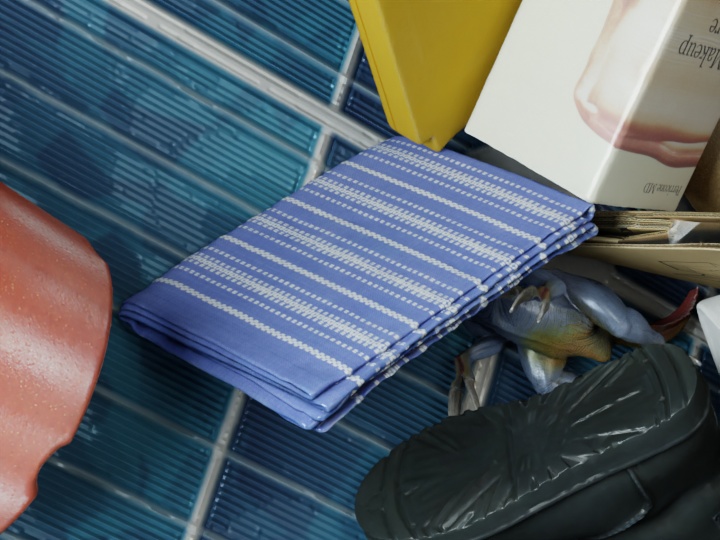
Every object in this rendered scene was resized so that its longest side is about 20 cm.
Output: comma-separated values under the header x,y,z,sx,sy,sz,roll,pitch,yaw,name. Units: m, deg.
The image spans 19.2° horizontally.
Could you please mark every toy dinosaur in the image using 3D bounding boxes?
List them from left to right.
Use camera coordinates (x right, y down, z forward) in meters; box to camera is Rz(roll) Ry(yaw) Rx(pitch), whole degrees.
x,y,z,sx,sy,sz,roll,pitch,yaw,name
0.076,0.026,1.113,0.181,0.105,0.200,39,23,-4,toy dinosaur

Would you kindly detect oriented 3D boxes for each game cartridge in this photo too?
x,y,z,sx,sy,sz,roll,pitch,yaw,name
0.073,-0.174,1.053,0.200,0.177,0.032,-43,56,-17,game cartridge

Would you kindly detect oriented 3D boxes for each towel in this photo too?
x,y,z,sx,sy,sz,roll,pitch,yaw,name
0.000,0.000,1.025,0.200,0.145,0.024,-33,131,-34,towel

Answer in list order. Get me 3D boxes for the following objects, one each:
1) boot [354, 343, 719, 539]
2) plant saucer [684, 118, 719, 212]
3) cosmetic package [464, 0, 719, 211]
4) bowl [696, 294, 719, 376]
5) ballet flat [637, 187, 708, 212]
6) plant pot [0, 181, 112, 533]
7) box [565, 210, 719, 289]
x,y,z,sx,sy,sz,roll,pitch,yaw,name
0.117,0.130,1.069,0.163,0.198,0.074,56,15,-39,boot
0.265,-0.087,1.149,0.199,0.035,0.201,-3,116,-7,plant saucer
0.147,-0.138,1.071,0.103,0.087,0.201,-1,119,-56,cosmetic package
0.257,0.109,1.085,0.074,0.200,0.200,-26,118,-2,bowl
0.244,-0.074,1.224,0.200,0.073,0.073,-22,89,-34,ballet flat
-0.219,0.013,0.853,0.195,0.200,0.201,30,63,-31,plant pot
0.211,-0.004,1.118,0.199,0.163,0.021,12,85,-34,box
